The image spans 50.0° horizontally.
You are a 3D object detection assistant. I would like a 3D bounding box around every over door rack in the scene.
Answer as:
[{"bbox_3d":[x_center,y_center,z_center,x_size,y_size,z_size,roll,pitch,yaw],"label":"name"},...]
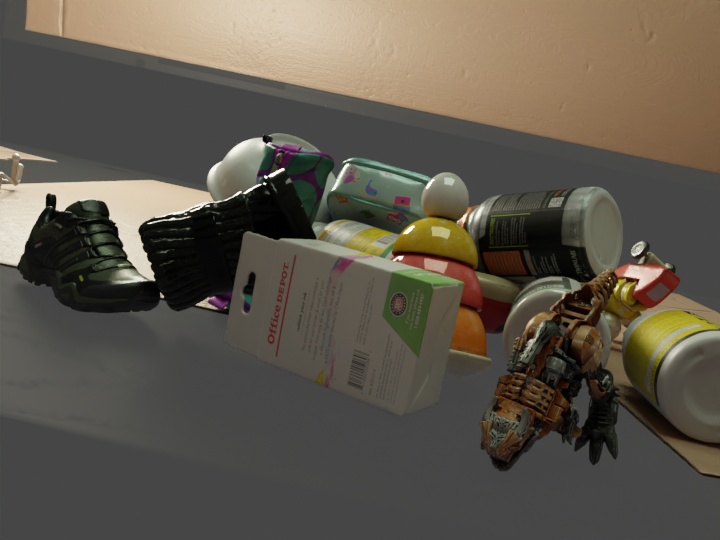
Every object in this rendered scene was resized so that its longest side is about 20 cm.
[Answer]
[{"bbox_3d":[-0.705,-0.192,1.400,0.147,0.067,0.200,9,8,-15],"label":"over door rack"}]

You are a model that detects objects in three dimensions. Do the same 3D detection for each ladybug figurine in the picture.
[{"bbox_3d":[0.132,0.040,1.034,0.199,0.072,0.136,10,-8,0],"label":"ladybug figurine"}]

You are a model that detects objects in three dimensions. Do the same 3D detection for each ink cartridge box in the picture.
[{"bbox_3d":[-0.020,0.040,0.688,0.200,0.117,0.067,17,11,30],"label":"ink cartridge box"}]

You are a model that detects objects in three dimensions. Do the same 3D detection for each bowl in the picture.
[{"bbox_3d":[-0.105,-0.128,1.078,0.201,0.090,0.201,22,31,-14],"label":"bowl"}]

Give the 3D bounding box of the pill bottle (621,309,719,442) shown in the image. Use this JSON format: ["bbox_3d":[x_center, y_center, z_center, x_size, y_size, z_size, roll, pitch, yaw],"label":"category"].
[{"bbox_3d":[0.351,0.103,0.839,0.111,0.112,0.200,12,8,1],"label":"pill bottle"}]

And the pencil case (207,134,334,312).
[{"bbox_3d":[-0.101,-0.046,0.870,0.085,0.201,0.092,20,0,25],"label":"pencil case"}]

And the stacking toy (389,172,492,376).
[{"bbox_3d":[0.074,-0.002,0.772,0.146,0.201,0.146,11,-5,1],"label":"stacking toy"}]

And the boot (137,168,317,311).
[{"bbox_3d":[-0.112,0.014,0.771,0.158,0.212,0.079,-27,27,-8],"label":"boot"}]

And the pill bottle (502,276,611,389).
[{"bbox_3d":[0.226,0.066,0.892,0.113,0.113,0.200,14,8,13],"label":"pill bottle"}]

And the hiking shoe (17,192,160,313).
[{"bbox_3d":[-0.274,-0.020,0.775,0.200,0.101,0.076,18,10,32],"label":"hiking shoe"}]

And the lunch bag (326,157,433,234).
[{"bbox_3d":[0.047,-0.066,1.063,0.160,0.077,0.200,15,-22,17],"label":"lunch bag"}]

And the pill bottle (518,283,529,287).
[{"bbox_3d":[0.245,0.028,1.180,0.116,0.116,0.200,10,8,-13],"label":"pill bottle"}]

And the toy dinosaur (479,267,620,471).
[{"bbox_3d":[0.161,0.078,0.604,0.200,0.136,0.102,-34,44,-15],"label":"toy dinosaur"}]

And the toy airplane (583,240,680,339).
[{"bbox_3d":[0.388,0.050,1.217,0.199,0.141,0.199,13,-32,22],"label":"toy airplane"}]

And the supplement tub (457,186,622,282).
[{"bbox_3d":[0.234,-0.044,1.031,0.200,0.123,0.122,0,-2,41],"label":"supplement tub"}]

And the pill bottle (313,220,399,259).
[{"bbox_3d":[0.000,0.000,0.962,0.113,0.113,0.200,5,11,-43],"label":"pill bottle"}]
